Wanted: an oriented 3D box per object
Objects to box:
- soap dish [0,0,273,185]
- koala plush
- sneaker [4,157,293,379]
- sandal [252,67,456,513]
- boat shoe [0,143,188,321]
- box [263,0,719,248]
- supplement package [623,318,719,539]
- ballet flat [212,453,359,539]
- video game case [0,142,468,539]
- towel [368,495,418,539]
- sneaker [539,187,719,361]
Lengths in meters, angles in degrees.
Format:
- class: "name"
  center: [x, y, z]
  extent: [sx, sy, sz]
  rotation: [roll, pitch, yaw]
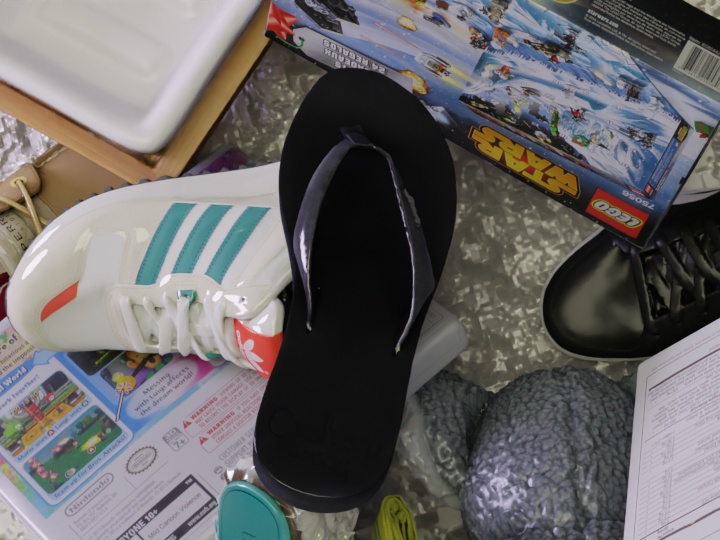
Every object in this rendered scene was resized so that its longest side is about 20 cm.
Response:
- class: "soap dish"
  center: [-0.103, -0.144, 1.035]
  extent: [0.157, 0.081, 0.200]
  rotation: [29, 75, 13]
- class: "koala plush"
  center: [0.094, 0.129, 0.955]
  extent: [0.177, 0.184, 0.200]
  rotation: [-1, 65, 2]
- class: "sneaker"
  center: [-0.063, 0.009, 0.953]
  extent: [0.199, 0.070, 0.093]
  rotation: [-13, 42, 6]
- class: "sandal"
  center: [0.001, 0.000, 0.890]
  extent: [0.076, 0.043, 0.200]
  rotation: [6, 61, -2]
- class: "boat shoe"
  center: [-0.165, -0.007, 1.064]
  extent: [0.074, 0.066, 0.200]
  rotation: [44, 93, 14]
- class: "box"
  center: [0.058, -0.098, 0.925]
  extent: [0.200, 0.137, 0.040]
  rotation: [30, 65, 5]
- class: "supplement package"
  center: [0.202, 0.118, 0.829]
  extent: [0.152, 0.200, 0.151]
  rotation: [38, 130, -24]
- class: "ballet flat"
  center: [-0.030, 0.160, 0.931]
  extent: [0.072, 0.072, 0.200]
  rotation: [17, 119, 13]
- class: "video game case"
  center: [-0.081, 0.046, 0.994]
  extent: [0.200, 0.024, 0.182]
  rotation: [-40, 49, -14]
- class: "towel"
  center: [0.000, 0.195, 0.954]
  extent: [0.018, 0.200, 0.086]
  rotation: [5, 42, -13]
- class: "sneaker"
  center: [0.169, -0.013, 0.969]
  extent: [0.200, 0.112, 0.073]
  rotation: [-18, 81, 10]
